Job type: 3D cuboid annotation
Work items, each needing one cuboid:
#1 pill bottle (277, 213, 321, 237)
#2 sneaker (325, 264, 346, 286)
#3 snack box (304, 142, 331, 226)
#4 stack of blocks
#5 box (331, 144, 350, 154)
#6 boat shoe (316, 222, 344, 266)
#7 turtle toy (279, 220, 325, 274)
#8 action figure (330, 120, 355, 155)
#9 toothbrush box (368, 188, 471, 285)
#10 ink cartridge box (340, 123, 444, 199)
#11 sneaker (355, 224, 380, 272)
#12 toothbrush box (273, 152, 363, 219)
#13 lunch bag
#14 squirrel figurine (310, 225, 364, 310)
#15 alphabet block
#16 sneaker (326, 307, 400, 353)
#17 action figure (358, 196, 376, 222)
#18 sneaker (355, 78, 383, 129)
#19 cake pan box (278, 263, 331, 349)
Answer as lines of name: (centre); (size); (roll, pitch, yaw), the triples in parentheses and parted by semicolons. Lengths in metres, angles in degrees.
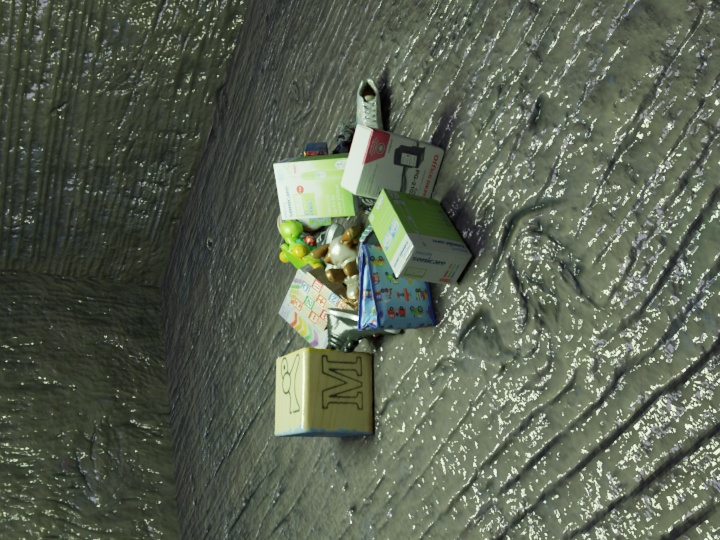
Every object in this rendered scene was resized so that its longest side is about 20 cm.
pill bottle: (-0.169, -0.169, 1.997); (0.200, 0.116, 0.117); (-30, 57, 57)
sneaker: (-0.040, -0.006, 1.752); (0.088, 0.075, 0.201); (50, 126, 55)
snack box: (-0.115, -0.239, 1.783); (0.169, 0.067, 0.202); (-98, 6, -71)
stack of blocks: (-0.070, 0.098, 1.682); (0.200, 0.058, 0.116); (38, 122, 18)
box: (-0.036, -0.277, 1.851); (0.159, 0.046, 0.201); (-46, 44, 48)
boat shoe: (-0.090, -0.077, 1.797); (0.072, 0.068, 0.200); (-53, -12, -22)
turtle toy: (-0.170, -0.061, 1.931); (0.101, 0.200, 0.145); (-49, 17, -24)
action figure: (-0.048, -0.317, 1.750); (0.130, 0.069, 0.202); (98, 173, -69)
toothbrush box: (0.121, -0.072, 1.374); (0.086, 0.145, 0.201); (-63, 34, 31)
ink cartridge box: (0.074, -0.232, 1.469); (0.084, 0.199, 0.146); (38, 116, 56)
sneaker: (0.060, -0.076, 1.495); (0.087, 0.075, 0.201); (9, 55, 27)
toothbrush box: (-0.105, -0.213, 1.647); (0.086, 0.198, 0.147); (-49, -44, -65)
lunch bag: (0.074, 0.027, 1.424); (0.094, 0.149, 0.202); (-16, 75, 60)
squirrel figurine: (0.000, 0.000, 1.604); (0.141, 0.200, 0.188); (-29, 86, 24)
alphabet block: (-0.095, 0.313, 1.640); (0.195, 0.195, 0.202); (-26, 60, 56)
sneaker: (0.003, 0.156, 1.573); (0.199, 0.071, 0.100); (10, 97, 26)
action figure: (0.039, -0.205, 1.620); (0.119, 0.101, 0.201); (-55, -14, -74)
sneaker: (0.021, -0.416, 1.728); (0.081, 0.076, 0.202); (87, 176, -64)
cake pan box: (-0.122, 0.106, 1.799); (0.184, 0.052, 0.201); (41, 130, 13)
